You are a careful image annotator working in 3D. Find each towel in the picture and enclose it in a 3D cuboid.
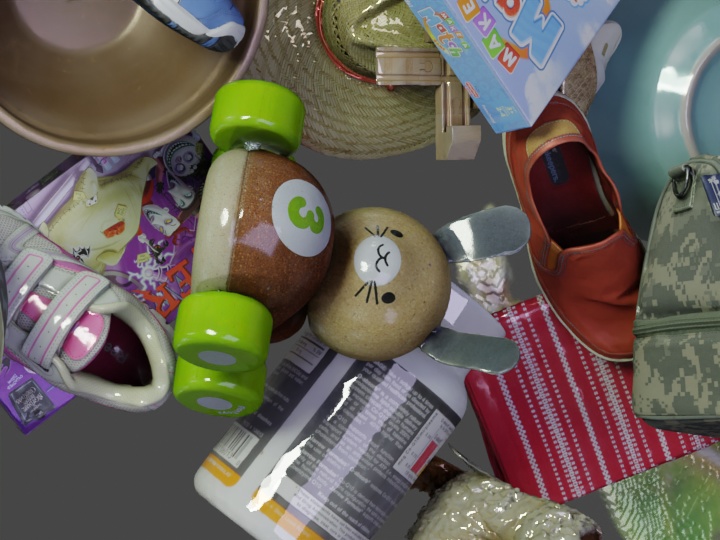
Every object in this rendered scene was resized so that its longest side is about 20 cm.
[{"bbox_3d":[0.169,0.068,1.573,0.200,0.022,0.145,-22,107,3],"label":"towel"}]

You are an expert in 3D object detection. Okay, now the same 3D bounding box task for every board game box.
[{"bbox_3d":[0.101,-0.206,1.441,0.151,0.037,0.200,53,55,-26],"label":"board game box"},{"bbox_3d":[-0.166,-0.006,1.477,0.200,0.032,0.120,-39,112,-11],"label":"board game box"}]

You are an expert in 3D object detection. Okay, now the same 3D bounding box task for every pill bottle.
[{"bbox_3d":[-0.004,0.091,1.498,0.116,0.116,0.200,40,84,-20],"label":"pill bottle"}]

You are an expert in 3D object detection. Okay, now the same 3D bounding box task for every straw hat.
[{"bbox_3d":[0.025,-0.161,1.490,0.201,0.085,0.201,-3,99,-19],"label":"straw hat"}]

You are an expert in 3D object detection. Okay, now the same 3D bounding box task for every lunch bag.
[{"bbox_3d":[0.273,0.021,1.491,0.200,0.139,0.168,8,79,-31],"label":"lunch bag"}]

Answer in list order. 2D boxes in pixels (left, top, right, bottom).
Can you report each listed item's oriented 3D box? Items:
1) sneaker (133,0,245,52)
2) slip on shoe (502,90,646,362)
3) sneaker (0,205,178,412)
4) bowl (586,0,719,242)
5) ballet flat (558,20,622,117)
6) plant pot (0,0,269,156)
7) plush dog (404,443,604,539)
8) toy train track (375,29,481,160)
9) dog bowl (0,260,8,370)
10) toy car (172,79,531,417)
[{"bbox_3d":[-0.128,-0.206,1.337,0.077,0.076,0.200,-43,110,-5],"label":"sneaker"},{"bbox_3d":[0.141,-0.019,1.494,0.074,0.061,0.200,-22,120,2],"label":"slip on shoe"},{"bbox_3d":[-0.184,0.022,1.412,0.200,0.088,0.081,28,88,-22],"label":"sneaker"},{"bbox_3d":[0.239,-0.108,1.564,0.200,0.105,0.201,-3,99,-18],"label":"bowl"},{"bbox_3d":[0.135,-0.171,1.522,0.065,0.071,0.200,-6,91,-13],"label":"ballet flat"},{"bbox_3d":[-0.163,-0.171,1.419,0.200,0.093,0.201,-3,99,-20],"label":"plant pot"},{"bbox_3d":[0.059,0.222,1.530,0.160,0.200,0.172,28,76,12],"label":"plush dog"},{"bbox_3d":[0.063,-0.167,1.445,0.115,0.033,0.200,-4,94,-37],"label":"toy train track"},{"bbox_3d":[-0.293,0.020,1.352,0.200,0.059,0.200,3,110,7],"label":"dog bowl"},{"bbox_3d":[0.000,0.000,1.398,0.200,0.158,0.165,9,68,-1],"label":"toy car"}]
